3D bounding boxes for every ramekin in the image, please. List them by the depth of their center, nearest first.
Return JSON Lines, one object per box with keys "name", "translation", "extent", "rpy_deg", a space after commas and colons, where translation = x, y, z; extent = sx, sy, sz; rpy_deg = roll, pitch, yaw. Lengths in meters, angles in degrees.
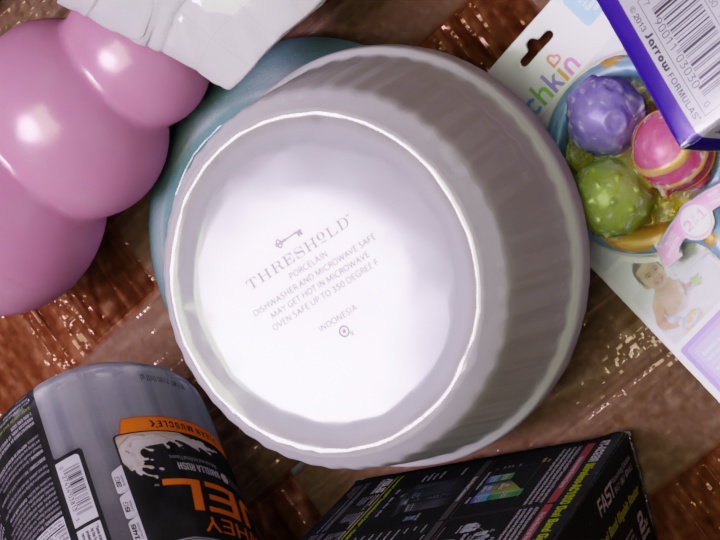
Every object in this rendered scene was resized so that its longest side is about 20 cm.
{"name": "ramekin", "translation": [0.000, 0.000, 0.932], "extent": [0.201, 0.094, 0.204], "rpy_deg": [4, 101, 23]}

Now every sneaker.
{"name": "sneaker", "translation": [-0.044, -0.184, 0.933], "extent": [0.115, 0.074, 0.201], "rpy_deg": [29, 105, -12]}

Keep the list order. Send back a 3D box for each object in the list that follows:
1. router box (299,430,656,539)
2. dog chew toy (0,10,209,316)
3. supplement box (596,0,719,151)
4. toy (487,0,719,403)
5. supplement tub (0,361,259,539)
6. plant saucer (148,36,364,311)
{"name": "router box", "translation": [0.041, 0.143, 0.922], "extent": [0.149, 0.200, 0.063], "rpy_deg": [-13, 99, 23]}
{"name": "dog chew toy", "translation": [-0.154, -0.069, 1.017], "extent": [0.200, 0.124, 0.125], "rpy_deg": [-41, 81, 17]}
{"name": "supplement box", "translation": [0.208, -0.147, 0.844], "extent": [0.200, 0.103, 0.102], "rpy_deg": [-41, 66, 35]}
{"name": "toy", "translation": [0.139, -0.043, 0.943], "extent": [0.200, 0.047, 0.115], "rpy_deg": [46, 109, 10]}
{"name": "supplement tub", "translation": [-0.105, 0.153, 0.981], "extent": [0.123, 0.122, 0.201], "rpy_deg": [-44, 48, 20]}
{"name": "plant saucer", "translation": [-0.028, -0.016, 1.013], "extent": [0.199, 0.036, 0.202], "rpy_deg": [4, 100, 24]}
